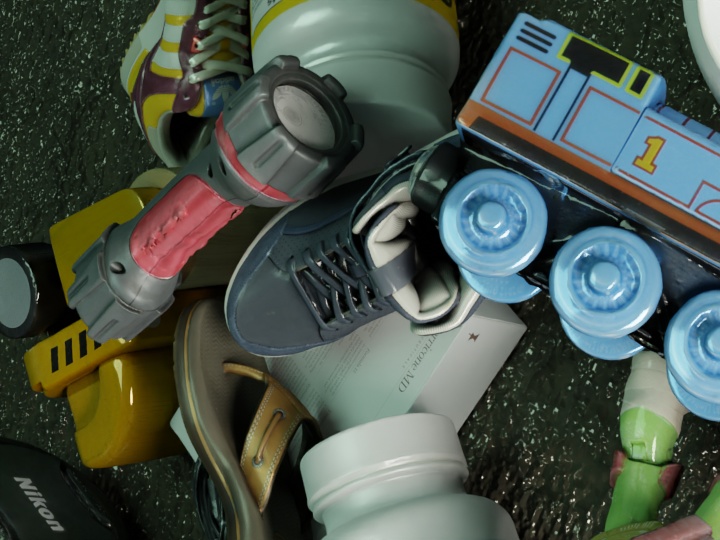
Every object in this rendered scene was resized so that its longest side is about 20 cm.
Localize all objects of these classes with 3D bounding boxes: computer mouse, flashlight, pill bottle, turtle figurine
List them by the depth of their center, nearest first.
[{"bbox_3d":[0.149,0.149,0.864,0.195,0.199,0.144,-67,16,-17],"label":"turtle figurine"},{"bbox_3d":[0.034,0.177,0.944,0.112,0.112,0.201,-35,61,38],"label":"pill bottle"},{"bbox_3d":[-0.081,-0.028,0.988,0.200,0.068,0.068,-40,71,38],"label":"flashlight"},{"bbox_3d":[-0.004,-0.148,1.054,0.114,0.114,0.201,-31,52,40],"label":"pill bottle"},{"bbox_3d":[-0.068,0.190,1.057,0.059,0.034,0.201,136,136,-54],"label":"computer mouse"}]

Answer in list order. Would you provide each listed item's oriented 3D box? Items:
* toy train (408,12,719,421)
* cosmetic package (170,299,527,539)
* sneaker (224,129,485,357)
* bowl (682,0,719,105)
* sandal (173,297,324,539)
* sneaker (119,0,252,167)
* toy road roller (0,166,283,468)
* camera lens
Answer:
[{"bbox_3d":[0.120,-0.019,0.811,0.199,0.087,0.115,29,85,14],"label":"toy train"},{"bbox_3d":[-0.013,0.060,1.079,0.200,0.051,0.151,-58,44,21],"label":"cosmetic package"},{"bbox_3d":[0.000,-0.002,0.938,0.202,0.146,0.077,-32,99,22],"label":"sneaker"},{"bbox_3d":[0.204,-0.117,0.807,0.201,0.090,0.202,18,115,45],"label":"bowl"},{"bbox_3d":[-0.046,0.104,1.016,0.054,0.082,0.201,-27,61,22],"label":"sandal"},{"bbox_3d":[-0.088,-0.145,1.179,0.090,0.075,0.200,65,149,30],"label":"sneaker"},{"bbox_3d":[-0.120,0.032,1.161,0.200,0.123,0.147,-26,77,42],"label":"toy road roller"},{"bbox_3d":[-0.246,0.217,1.219,0.200,0.159,0.160,-56,46,23],"label":"camera lens"}]
